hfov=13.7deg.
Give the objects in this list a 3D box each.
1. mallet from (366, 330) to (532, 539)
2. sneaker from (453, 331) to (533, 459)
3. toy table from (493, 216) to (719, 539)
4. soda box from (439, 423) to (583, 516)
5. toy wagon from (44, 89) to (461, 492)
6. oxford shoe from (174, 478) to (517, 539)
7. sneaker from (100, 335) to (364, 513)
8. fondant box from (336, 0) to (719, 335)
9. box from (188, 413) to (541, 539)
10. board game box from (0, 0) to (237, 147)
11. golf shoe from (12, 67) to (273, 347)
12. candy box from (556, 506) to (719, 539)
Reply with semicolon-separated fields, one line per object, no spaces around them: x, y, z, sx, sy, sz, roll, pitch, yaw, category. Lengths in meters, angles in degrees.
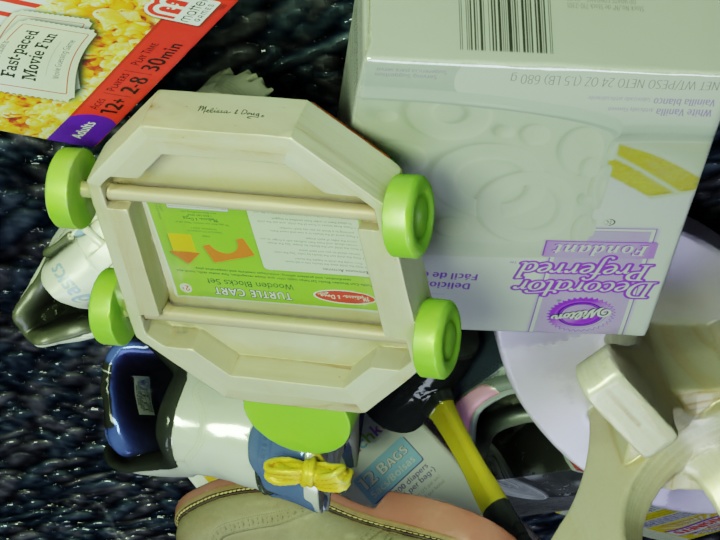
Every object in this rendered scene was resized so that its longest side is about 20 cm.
0.065;0.100;1.415;0.041;0.200;0.066;-3;135;-37;mallet
0.135;0.049;1.465;0.200;0.082;0.070;-9;156;22;sneaker
0.145;0.070;1.373;0.200;0.117;0.184;33;113;-27;toy table
0.144;0.083;1.577;0.200;0.064;0.071;-10;156;24;soda box
-0.037;0.011;1.209;0.155;0.040;0.200;6;137;20;toy wagon
-0.020;0.143;1.409;0.200;0.075;0.070;1;150;43;oxford shoe
-0.057;0.054;1.375;0.115;0.081;0.199;10;-172;6;sneaker
0.063;-0.048;1.216;0.144;0.058;0.200;2;149;-5;fondant box
0.020;0.141;1.514;0.112;0.200;0.101;-43;151;0;box
-0.165;-0.110;1.117;0.200;0.046;0.151;10;156;-23;board game box
-0.086;-0.014;1.271;0.097;0.078;0.200;-34;174;-32;golf shoe
0.215;0.117;1.713;0.102;0.026;0.200;15;154;-39;candy box
